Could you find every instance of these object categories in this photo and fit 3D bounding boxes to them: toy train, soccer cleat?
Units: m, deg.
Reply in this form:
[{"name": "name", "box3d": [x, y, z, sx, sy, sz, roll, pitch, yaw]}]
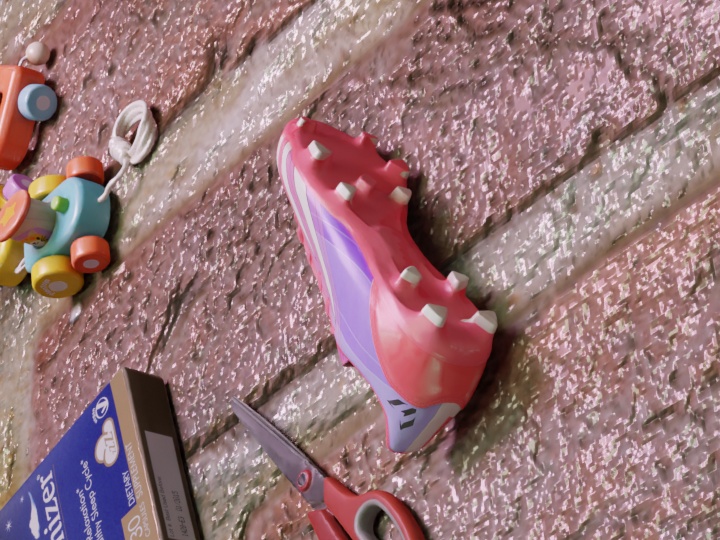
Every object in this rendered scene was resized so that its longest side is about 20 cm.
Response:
[{"name": "toy train", "box3d": [-0.201, -0.063, 1.504, 0.200, 0.055, 0.151, 18, 91, 56]}, {"name": "soccer cleat", "box3d": [0.000, 0.000, 1.189, 0.077, 0.066, 0.200, -61, 38, 24]}]

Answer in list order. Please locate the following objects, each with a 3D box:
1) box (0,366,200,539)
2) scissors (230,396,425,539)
[{"name": "box", "box3d": [-0.160, 0.162, 1.370, 0.200, 0.032, 0.122, -49, 41, 32]}, {"name": "scissors", "box3d": [-0.015, 0.102, 1.210, 0.073, 0.014, 0.200, -58, 36, 25]}]
